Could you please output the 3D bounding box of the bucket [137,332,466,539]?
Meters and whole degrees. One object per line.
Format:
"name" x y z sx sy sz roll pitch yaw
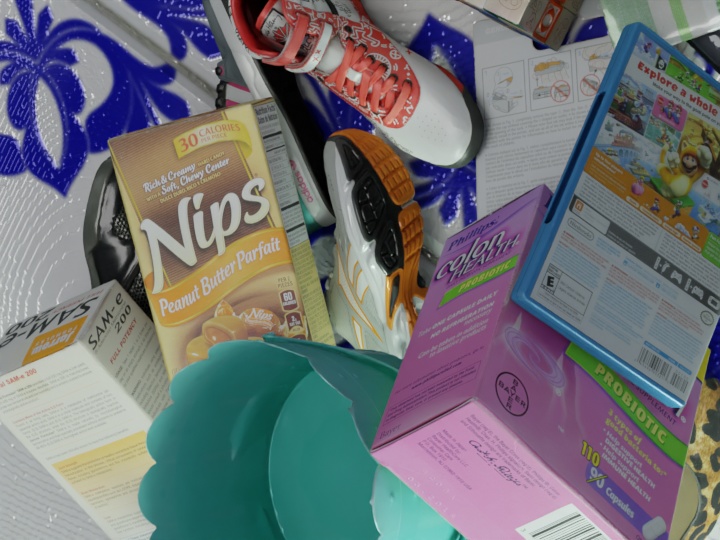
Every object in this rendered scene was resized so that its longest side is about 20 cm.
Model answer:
"bucket" -0.031 0.144 1.454 0.206 0.134 0.210 2 93 36

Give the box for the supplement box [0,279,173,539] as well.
"supplement box" -0.174 0.116 1.640 0.125 0.074 0.200 -21 118 37

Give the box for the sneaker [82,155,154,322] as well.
"sneaker" -0.150 0.012 1.675 0.113 0.076 0.202 3 100 27

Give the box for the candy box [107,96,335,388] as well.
"candy box" -0.096 -0.011 1.570 0.114 0.055 0.202 -13 96 17

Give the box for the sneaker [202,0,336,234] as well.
"sneaker" -0.099 -0.106 1.631 0.120 0.084 0.202 -25 84 20

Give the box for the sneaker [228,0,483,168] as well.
"sneaker" -0.010 -0.141 1.544 0.202 0.107 0.067 47 120 25

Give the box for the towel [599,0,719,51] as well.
"towel" 0.238 -0.239 1.425 0.198 0.023 0.154 -18 86 14

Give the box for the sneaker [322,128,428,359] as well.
"sneaker" 0.000 0.000 1.577 0.091 0.076 0.202 -10 103 39

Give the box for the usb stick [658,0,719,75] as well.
"usb stick" 0.218 -0.187 1.462 0.055 0.033 0.200 -42 74 -2

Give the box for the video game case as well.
"video game case" 0.187 -0.035 1.400 0.018 0.143 0.201 -7 54 59

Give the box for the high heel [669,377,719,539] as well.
"high heel" 0.182 0.169 1.465 0.071 0.142 0.202 28 109 23

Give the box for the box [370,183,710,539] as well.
"box" 0.121 0.083 1.415 0.176 0.201 0.096 43 131 -20

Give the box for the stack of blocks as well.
"stack of blocks" 0.048 -0.226 1.504 0.199 0.115 0.059 30 96 24

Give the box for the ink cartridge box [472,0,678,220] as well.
"ink cartridge box" 0.158 -0.083 1.517 0.161 0.057 0.202 -9 71 30
